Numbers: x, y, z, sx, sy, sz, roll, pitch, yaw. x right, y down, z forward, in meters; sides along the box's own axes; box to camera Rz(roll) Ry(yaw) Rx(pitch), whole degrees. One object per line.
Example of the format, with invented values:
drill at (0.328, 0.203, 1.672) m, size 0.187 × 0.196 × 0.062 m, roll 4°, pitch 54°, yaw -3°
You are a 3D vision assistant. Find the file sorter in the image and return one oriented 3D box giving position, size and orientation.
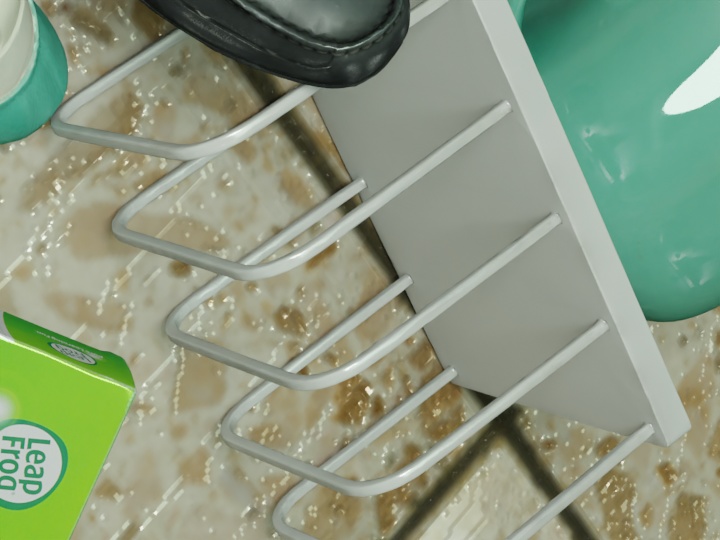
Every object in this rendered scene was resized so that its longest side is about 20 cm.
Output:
file sorter at (0.000, 0.000, 0.843) m, size 0.124 × 0.139 × 0.200 m, roll -37°, pitch 116°, yaw -23°

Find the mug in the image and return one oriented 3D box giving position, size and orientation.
mug at (0.098, -0.068, 0.895) m, size 0.114 × 0.152 × 0.185 m, roll -36°, pitch 104°, yaw 8°

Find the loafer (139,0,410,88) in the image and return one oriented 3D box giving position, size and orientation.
loafer at (-0.065, -0.135, 0.732) m, size 0.200 × 0.070 × 0.068 m, roll 42°, pitch 66°, yaw 5°

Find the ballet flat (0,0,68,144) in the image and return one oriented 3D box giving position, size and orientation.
ballet flat at (-0.153, -0.092, 0.745) m, size 0.200 × 0.070 × 0.068 m, roll 31°, pitch 69°, yaw -44°

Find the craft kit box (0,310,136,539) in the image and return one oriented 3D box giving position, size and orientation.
craft kit box at (-0.198, 0.084, 0.712) m, size 0.197 × 0.049 × 0.200 m, roll 23°, pitch 95°, yaw -17°
